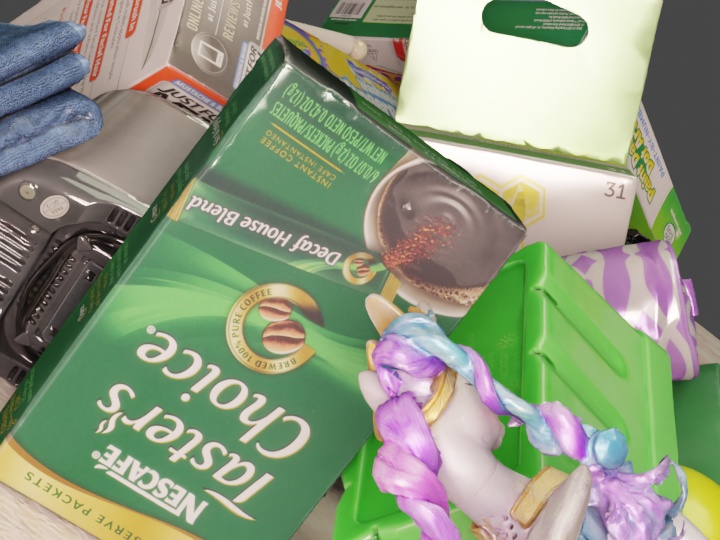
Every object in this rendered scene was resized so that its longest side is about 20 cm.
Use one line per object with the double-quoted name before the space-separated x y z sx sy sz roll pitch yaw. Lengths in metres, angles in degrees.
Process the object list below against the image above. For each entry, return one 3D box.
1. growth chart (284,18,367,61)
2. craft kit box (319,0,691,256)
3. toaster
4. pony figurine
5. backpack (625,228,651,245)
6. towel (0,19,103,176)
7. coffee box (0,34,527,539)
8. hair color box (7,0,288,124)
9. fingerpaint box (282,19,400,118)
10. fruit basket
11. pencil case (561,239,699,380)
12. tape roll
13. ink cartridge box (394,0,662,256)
"growth chart" -0.089 -0.094 1.156 0.144 0.200 0.018 -2 60 -42
"craft kit box" 0.093 -0.089 1.223 0.199 0.049 0.198 7 -36 36
"toaster" -0.081 0.007 0.845 0.200 0.114 0.129 33 30 -5
"pony figurine" 0.050 0.118 0.609 0.200 0.166 0.193 45 36 -12
"backpack" 0.078 0.046 1.208 0.199 0.135 0.183 8 -16 -1
"towel" -0.204 -0.080 0.813 0.200 0.111 0.049 19 -51 47
"coffee box" -0.042 0.026 0.732 0.123 0.200 0.044 35 12 -18
"hair color box" -0.124 -0.098 0.962 0.064 0.200 0.111 30 55 -31
"fingerpaint box" -0.065 -0.062 1.129 0.200 0.166 0.074 21 41 -60
"fruit basket" 0.088 0.116 0.808 0.216 0.155 0.216 53 25 -38
"pencil case" 0.082 0.038 1.008 0.085 0.199 0.084 25 56 -80
"tape roll" 0.191 0.153 1.044 0.200 0.048 0.202 -10 90 -77
"ink cartridge box" 0.087 -0.068 1.077 0.145 0.201 0.048 10 14 -2
